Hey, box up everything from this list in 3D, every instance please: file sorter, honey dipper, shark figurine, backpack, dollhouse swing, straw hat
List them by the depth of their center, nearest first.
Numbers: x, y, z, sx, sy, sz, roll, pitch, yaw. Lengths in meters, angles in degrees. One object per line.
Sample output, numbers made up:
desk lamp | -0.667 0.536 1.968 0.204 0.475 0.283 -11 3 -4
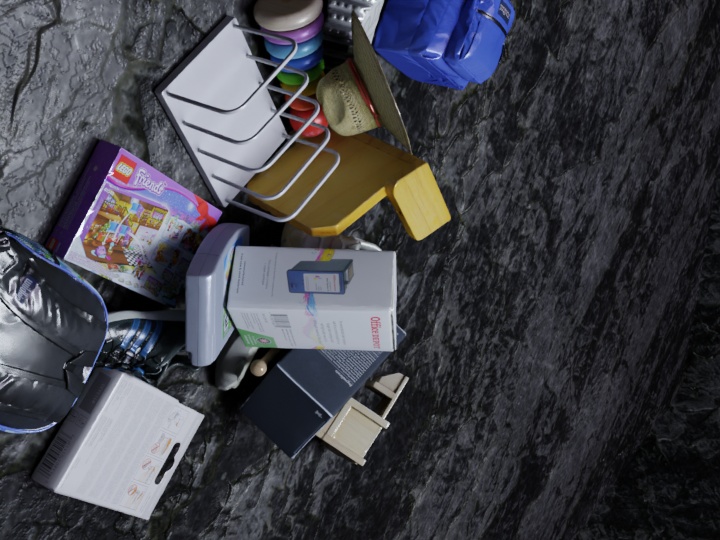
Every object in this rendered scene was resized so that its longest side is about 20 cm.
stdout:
backpack | -0.358 0.052 0.940 0.200 0.147 0.183 40 74 -53
file sorter | -0.124 -0.175 1.175 0.139 0.124 0.200 -52 145 -23
straw hat | -0.009 -0.215 1.213 0.085 0.201 0.201 -23 140 3
dollhouse swing | -0.022 -0.090 1.312 0.176 0.200 0.182 -50 144 -14
shark figurine | -0.159 0.067 1.322 0.215 0.089 0.128 -59 -178 0
honey dipper | -0.113 0.107 1.370 0.200 0.038 0.038 -49 152 -72
backpack | 0.136 -0.379 1.407 0.163 0.168 0.200 22 86 -65

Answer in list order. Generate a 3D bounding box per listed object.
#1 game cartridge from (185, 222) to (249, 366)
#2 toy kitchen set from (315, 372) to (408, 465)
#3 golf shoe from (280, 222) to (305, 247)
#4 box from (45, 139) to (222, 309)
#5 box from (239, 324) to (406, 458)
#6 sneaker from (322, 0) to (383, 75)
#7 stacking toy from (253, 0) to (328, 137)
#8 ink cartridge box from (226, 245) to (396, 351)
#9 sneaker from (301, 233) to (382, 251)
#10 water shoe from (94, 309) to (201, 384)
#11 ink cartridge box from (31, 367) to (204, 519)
game cartridge | -0.173 0.017 1.194 0.200 0.040 0.133 -72 163 -68
toy kitchen set | -0.041 0.195 1.576 0.163 0.180 0.200 -56 -174 -12
golf shoe | -0.048 -0.007 1.400 0.200 0.078 0.097 42 58 -34
box | -0.258 -0.048 1.131 0.137 0.039 0.200 -64 148 -6
box | -0.053 0.145 1.388 0.200 0.107 0.148 -45 177 -43
sneaker | -0.008 -0.342 1.311 0.200 0.075 0.081 -66 161 3
stacking toy | -0.075 -0.256 1.240 0.085 0.085 0.200 -47 144 -31
ink cartridge box | -0.053 0.039 1.218 0.145 0.200 0.088 82 12 -65
sneaker | 0.000 0.000 1.310 0.200 0.099 0.078 27 75 -64
water shoe | -0.261 0.093 1.146 0.200 0.079 0.072 -8 147 -46
ink cartridge box | -0.300 0.219 1.230 0.161 0.050 0.200 -62 152 -11
